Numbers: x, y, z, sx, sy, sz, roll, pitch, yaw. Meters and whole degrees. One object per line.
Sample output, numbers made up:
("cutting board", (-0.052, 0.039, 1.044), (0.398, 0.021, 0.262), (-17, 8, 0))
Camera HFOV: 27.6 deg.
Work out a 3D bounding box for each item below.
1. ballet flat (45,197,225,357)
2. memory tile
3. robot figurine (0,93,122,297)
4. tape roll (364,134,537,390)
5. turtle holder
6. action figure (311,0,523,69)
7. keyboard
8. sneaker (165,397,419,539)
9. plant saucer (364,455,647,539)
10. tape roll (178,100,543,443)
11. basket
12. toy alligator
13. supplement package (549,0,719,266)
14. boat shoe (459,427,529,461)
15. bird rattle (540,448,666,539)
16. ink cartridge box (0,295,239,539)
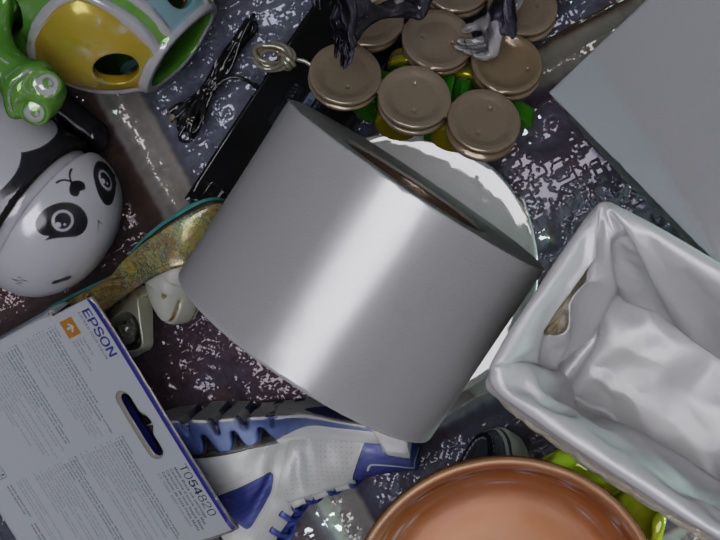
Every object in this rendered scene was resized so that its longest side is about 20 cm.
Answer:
("ballet flat", (-0.154, 0.020, 1.061), (0.200, 0.071, 0.071), (-32, 91, 30))
("memory tile", (0.059, -0.176, 1.018), (0.153, 0.017, 0.200), (18, 64, 4))
("robot figurine", (-0.267, -0.069, 1.059), (0.200, 0.125, 0.150), (36, 97, 4))
("tape roll", (0.031, -0.002, 1.077), (0.202, 0.037, 0.203), (0, 95, 6))
("turtle holder", (-0.182, -0.187, 1.011), (0.132, 0.186, 0.141), (39, 115, 2))
("action figure", (0.059, -0.206, 0.968), (0.200, 0.102, 0.119), (-22, 65, -19))
("keyboard", (-0.062, -0.125, 1.070), (0.127, 0.021, 0.200), (34, 88, 13))
("sneaker", (-0.051, 0.157, 1.088), (0.199, 0.081, 0.116), (-2, 99, 13))
("plant saucer", (0.090, 0.212, 0.928), (0.200, 0.037, 0.201), (0, 97, -1))
("tape roll", (0.000, 0.000, 0.962), (0.202, 0.203, 0.139), (34, 97, 2))
("basket", (0.190, 0.073, 0.880), (0.200, 0.123, 0.136), (33, 83, 11))
("toy alligator", (0.021, -0.119, 1.028), (0.199, 0.054, 0.059), (13, 63, 1))
("supplement package", (0.273, -0.099, 0.946), (0.200, 0.147, 0.191), (-43, 50, 9))
("boat shoe", (0.056, 0.180, 1.019), (0.093, 0.200, 0.075), (30, 138, -17))
("bird rattle", (0.195, 0.109, 1.008), (0.113, 0.163, 0.200), (43, 76, -5))
("ink cartridge box", (-0.201, 0.126, 1.068), (0.200, 0.041, 0.200), (-24, 101, 33))
